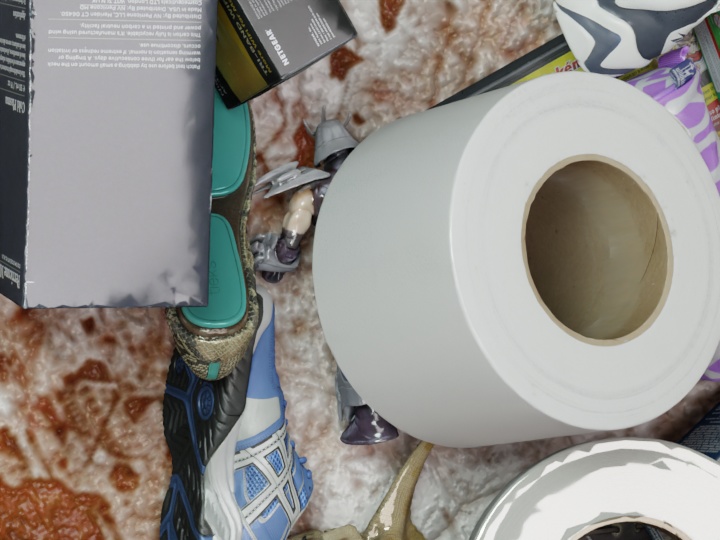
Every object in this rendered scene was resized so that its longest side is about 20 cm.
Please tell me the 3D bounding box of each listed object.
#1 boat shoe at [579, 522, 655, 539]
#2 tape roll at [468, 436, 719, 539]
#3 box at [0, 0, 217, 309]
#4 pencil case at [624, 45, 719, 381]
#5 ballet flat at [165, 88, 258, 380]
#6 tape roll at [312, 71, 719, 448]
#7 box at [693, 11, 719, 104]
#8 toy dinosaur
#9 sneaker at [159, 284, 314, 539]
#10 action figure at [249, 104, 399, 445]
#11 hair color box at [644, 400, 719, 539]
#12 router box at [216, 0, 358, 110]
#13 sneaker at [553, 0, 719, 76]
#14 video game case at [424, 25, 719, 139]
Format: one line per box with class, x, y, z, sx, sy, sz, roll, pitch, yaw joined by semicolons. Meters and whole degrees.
boat shoe;0.122;0.169;1.791;0.200;0.073;0.065;4;79;-36
tape roll;0.156;0.197;1.704;0.202;0.037;0.203;0;85;-3
box;-0.154;-0.082;1.592;0.104;0.200;0.183;0;98;-19
pencil case;0.201;-0.032;1.761;0.085;0.084;0.200;-39;112;-42
ballet flat;-0.092;-0.025;1.677;0.068;0.075;0.200;0;57;-8
tape roll;0.092;-0.003;1.660;0.202;0.139;0.203;5;80;-33
box;0.294;-0.183;1.801;0.200;0.048;0.118;-26;104;-22
toy dinosaur;0.007;0.172;1.771;0.101;0.058;0.200;1;103;-34
sneaker;-0.070;0.104;1.722;0.077;0.076;0.200;0;105;-30
action figure;0.000;0.000;1.729;0.130;0.069;0.200;-15;95;-9
hair color box;0.266;0.117;1.811;0.200;0.060;0.100;-40;108;-27
router box;-0.086;-0.193;1.602;0.052;0.157;0.200;-30;93;-13
sneaker;0.156;-0.223;1.705;0.129;0.079;0.200;-22;90;22
video game case;0.157;-0.061;1.795;0.200;0.025;0.181;-30;106;-12
